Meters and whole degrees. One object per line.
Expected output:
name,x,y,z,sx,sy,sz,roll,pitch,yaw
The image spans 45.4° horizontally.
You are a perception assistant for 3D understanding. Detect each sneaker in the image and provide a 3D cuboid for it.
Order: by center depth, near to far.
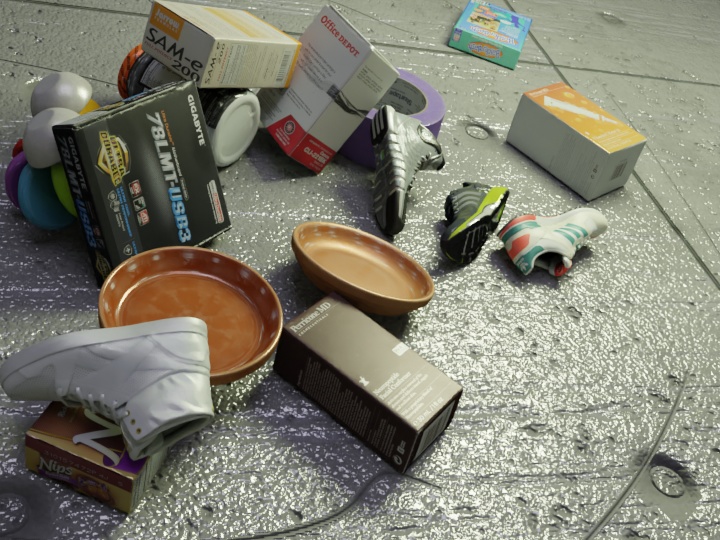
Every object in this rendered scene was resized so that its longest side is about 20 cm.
sneaker,-0.233,0.119,0.792,0.195,0.074,0.118,-12,64,-5
sneaker,0.154,-0.075,1.273,0.080,0.075,0.200,20,31,19
sneaker,0.080,-0.145,1.279,0.113,0.075,0.205,8,69,-28
sneaker,0.298,-0.035,1.284,0.196,0.071,0.095,-6,61,-29

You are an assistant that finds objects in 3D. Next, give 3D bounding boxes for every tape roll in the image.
tape roll,0.037,-0.256,1.423,0.195,0.086,0.202,10,39,-8

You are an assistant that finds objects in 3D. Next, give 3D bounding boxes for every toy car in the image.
toy car,-0.374,-0.130,1.082,0.147,0.176,0.202,-22,43,7

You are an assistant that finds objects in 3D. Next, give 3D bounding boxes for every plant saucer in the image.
plant saucer,-0.182,0.050,0.930,0.196,0.033,0.202,11,39,-8
plant saucer,0.000,0.000,1.103,0.196,0.038,0.201,21,20,-8

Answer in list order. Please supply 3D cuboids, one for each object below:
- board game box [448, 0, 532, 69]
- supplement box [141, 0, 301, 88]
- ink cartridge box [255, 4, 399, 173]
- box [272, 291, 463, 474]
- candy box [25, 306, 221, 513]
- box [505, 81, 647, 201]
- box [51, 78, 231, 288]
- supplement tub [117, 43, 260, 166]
board game box,0.283,-0.514,1.854,0.149,0.046,0.201,22,38,5
supplement box,-0.194,-0.318,1.224,0.125,0.075,0.199,34,26,23
ink cartridge box,-0.057,-0.277,1.310,0.083,0.201,0.145,24,22,-51
box,0.007,0.121,0.971,0.198,0.076,0.100,33,41,22
candy box,-0.235,0.134,0.876,0.115,0.057,0.201,22,37,5
box,0.375,-0.230,1.506,0.123,0.099,0.200,-22,52,-38
box,-0.257,-0.108,1.047,0.049,0.204,0.198,7,28,36
supplement tub,-0.256,-0.251,1.274,0.198,0.124,0.122,32,41,18
